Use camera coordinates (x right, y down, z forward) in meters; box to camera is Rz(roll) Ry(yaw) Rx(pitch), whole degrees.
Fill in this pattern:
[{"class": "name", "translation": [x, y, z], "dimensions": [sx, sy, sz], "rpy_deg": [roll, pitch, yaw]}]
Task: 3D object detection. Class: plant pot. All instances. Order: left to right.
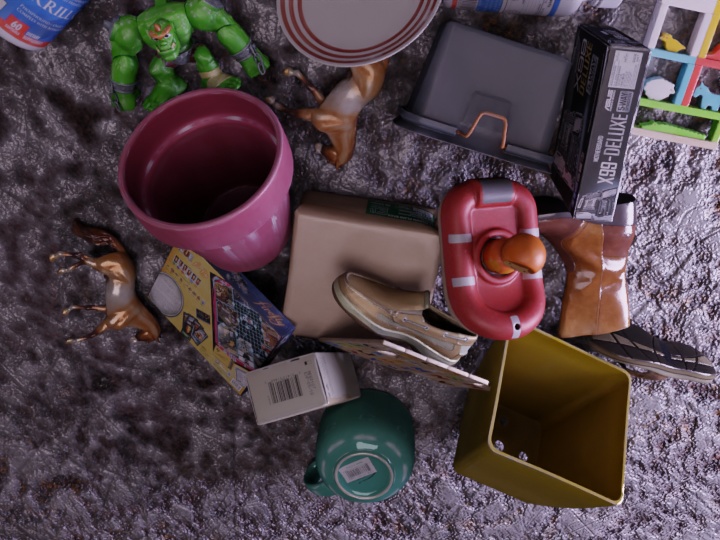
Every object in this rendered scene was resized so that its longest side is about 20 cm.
[{"class": "plant pot", "translation": [-0.168, -0.094, 0.964], "dimensions": [0.199, 0.201, 0.179], "rpy_deg": [-10, 153, 7]}, {"class": "plant pot", "translation": [0.238, 0.222, 1.098], "dimensions": [0.199, 0.200, 0.176], "rpy_deg": [25, 145, -9]}]

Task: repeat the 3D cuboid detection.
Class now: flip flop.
[{"class": "flip flop", "translation": [0.413, 0.127, 1.122], "dimensions": [0.199, 0.081, 0.058], "rpy_deg": [16, 130, -11]}]

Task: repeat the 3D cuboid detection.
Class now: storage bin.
[{"class": "storage bin", "translation": [0.153, -0.212, 0.940], "dimensions": [0.199, 0.146, 0.135], "rpy_deg": [15, 105, -5]}]

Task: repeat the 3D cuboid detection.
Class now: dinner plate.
[{"class": "dinner plate", "translation": [0.000, -0.321, 0.894], "dimensions": [0.199, 0.024, 0.201], "rpy_deg": [-5, 73, 15]}]

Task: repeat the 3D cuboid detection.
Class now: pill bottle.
[{"class": "pill bottle", "translation": [-0.347, -0.358, 0.890], "dimensions": [0.200, 0.112, 0.112], "rpy_deg": [-37, 109, 19]}, {"class": "pill bottle", "translation": [0.196, -0.347, 0.880], "dimensions": [0.199, 0.112, 0.113], "rpy_deg": [4, 116, 0]}]

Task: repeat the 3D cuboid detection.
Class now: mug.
[{"class": "mug", "translation": [0.003, 0.289, 1.188], "dimensions": [0.152, 0.114, 0.186], "rpy_deg": [15, 115, -5]}]

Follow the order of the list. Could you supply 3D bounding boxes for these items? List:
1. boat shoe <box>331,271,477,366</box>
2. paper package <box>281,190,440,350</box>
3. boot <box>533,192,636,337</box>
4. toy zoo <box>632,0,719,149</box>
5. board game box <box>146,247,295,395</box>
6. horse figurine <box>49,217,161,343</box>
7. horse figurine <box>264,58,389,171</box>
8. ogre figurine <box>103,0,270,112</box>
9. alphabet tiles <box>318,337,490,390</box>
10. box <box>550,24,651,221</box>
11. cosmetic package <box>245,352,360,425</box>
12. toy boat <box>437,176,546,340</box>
[{"class": "boat shoe", "translation": [0.060, 0.048, 0.981], "dimensions": [0.200, 0.072, 0.076], "rpy_deg": [29, 127, -22]}, {"class": "paper package", "translation": [0.000, 0.000, 1.058], "dimensions": [0.199, 0.104, 0.191], "rpy_deg": [10, 116, -1]}, {"class": "boot", "translation": [0.281, -0.003, 1.072], "dimensions": [0.188, 0.069, 0.201], "rpy_deg": [-7, 116, -6]}, {"class": "toy zoo", "translation": [0.411, -0.258, 0.962], "dimensions": [0.131, 0.020, 0.201], "rpy_deg": [11, 116, -2]}, {"class": "board game box", "translation": [-0.195, 0.057, 1.072], "dimensions": [0.200, 0.035, 0.136], "rpy_deg": [45, 125, 10]}, {"class": "horse figurine", "translation": [-0.363, 0.025, 1.112], "dimensions": [0.132, 0.050, 0.201], "rpy_deg": [-6, 109, -8]}, {"class": "horse figurine", "translation": [-0.025, -0.233, 0.971], "dimensions": [0.132, 0.050, 0.200], "rpy_deg": [38, 116, -5]}, {"class": "ogre figurine", "translation": [-0.226, -0.268, 0.951], "dimensions": [0.199, 0.098, 0.120], "rpy_deg": [-1, 135, 20]}, {"class": "alphabet tiles", "translation": [0.065, 0.123, 1.018], "dimensions": [0.200, 0.167, 0.008], "rpy_deg": [24, 75, -27]}, {"class": "box", "translation": [0.280, -0.180, 0.930], "dimensions": [0.050, 0.158, 0.201], "rpy_deg": [5, 116, 0]}, {"class": "cosmetic package", "translation": [-0.074, 0.160, 1.081], "dimensions": [0.103, 0.200, 0.073], "rpy_deg": [-17, 80, 11]}, {"class": "toy boat", "translation": [0.174, -0.015, 0.939], "dimensions": [0.130, 0.131, 0.201], "rpy_deg": [-7, 92, -20]}]
